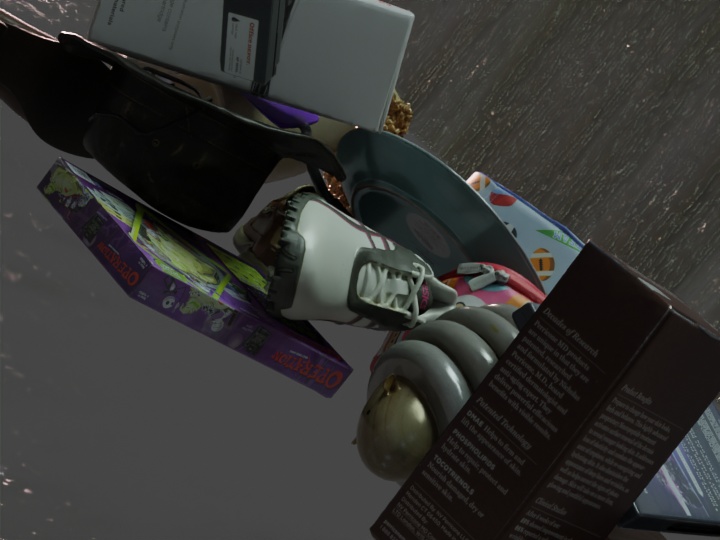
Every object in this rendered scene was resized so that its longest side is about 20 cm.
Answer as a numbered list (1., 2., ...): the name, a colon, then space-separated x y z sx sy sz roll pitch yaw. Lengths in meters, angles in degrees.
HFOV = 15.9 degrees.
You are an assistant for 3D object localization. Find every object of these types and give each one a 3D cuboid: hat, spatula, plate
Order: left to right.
1. hat: -0.111 -0.074 1.604 0.199 0.081 0.201 24 -2 1
2. spatula: -0.026 -0.063 1.774 0.056 0.021 0.201 -15 70 -55
3. plate: 0.050 -0.015 1.790 0.200 0.026 0.201 40 -21 18

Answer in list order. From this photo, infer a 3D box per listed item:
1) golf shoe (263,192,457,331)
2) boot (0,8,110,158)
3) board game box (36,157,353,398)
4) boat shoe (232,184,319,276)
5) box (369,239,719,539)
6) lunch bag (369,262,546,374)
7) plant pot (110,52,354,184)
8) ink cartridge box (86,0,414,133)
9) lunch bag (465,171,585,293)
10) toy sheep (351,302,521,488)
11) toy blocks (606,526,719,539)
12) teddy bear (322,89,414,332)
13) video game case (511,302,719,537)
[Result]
1. golf shoe: 0.000 0.000 1.586 0.087 0.078 0.200 13 1 17
2. boot: -0.253 -0.166 1.726 0.186 0.064 0.200 37 3 -40
3. board game box: -0.099 0.006 1.564 0.200 0.032 0.120 31 7 -48
4. boat shoe: -0.042 -0.019 1.822 0.075 0.074 0.200 37 8 -9
5. box: 0.105 0.093 1.381 0.075 0.200 0.100 44 9 35
6. lunch bag: 0.117 0.082 1.724 0.200 0.082 0.176 38 -24 -10
7. plant pot: -0.109 -0.135 1.892 0.187 0.188 0.200 40 22 3
8. ink cartridge box: -0.070 -0.161 1.702 0.199 0.085 0.145 18 6 -3
9. lunch bag: 0.136 0.028 1.961 0.200 0.075 0.161 44 -17 25
10. toy sheep: 0.080 0.084 1.548 0.199 0.139 0.138 -12 42 -37
11. toy blocks: 0.161 0.203 1.492 0.136 0.100 0.200 16 22 -45
12. teddy bear: 0.003 -0.053 1.998 0.066 0.202 0.145 0 4 -33
13. video game case: 0.173 0.092 1.535 0.199 0.019 0.144 12 47 -56
